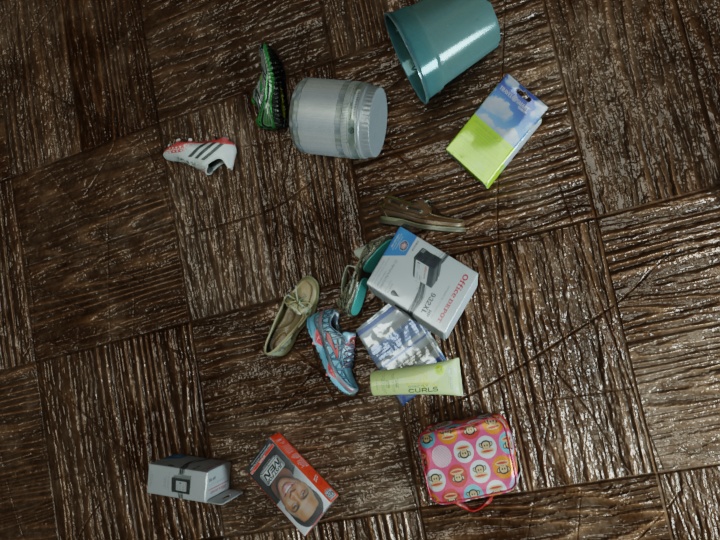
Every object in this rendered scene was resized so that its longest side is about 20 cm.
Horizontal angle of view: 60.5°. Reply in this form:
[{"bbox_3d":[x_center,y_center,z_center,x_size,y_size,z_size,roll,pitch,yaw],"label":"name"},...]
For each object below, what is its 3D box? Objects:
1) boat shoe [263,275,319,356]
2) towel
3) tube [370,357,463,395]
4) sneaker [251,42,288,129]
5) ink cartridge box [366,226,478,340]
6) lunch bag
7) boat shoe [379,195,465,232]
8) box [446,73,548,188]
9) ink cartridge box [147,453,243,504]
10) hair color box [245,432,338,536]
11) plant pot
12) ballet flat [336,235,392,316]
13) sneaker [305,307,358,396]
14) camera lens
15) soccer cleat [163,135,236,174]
[{"bbox_3d":[-0.156,0.107,1.416,0.072,0.063,0.205,27,94,17],"label":"boat shoe"},{"bbox_3d":[0.092,0.171,1.357,0.145,0.024,0.203,-36,78,13],"label":"towel"},{"bbox_3d":[0.118,0.232,1.314,0.193,0.059,0.053,-6,41,13],"label":"tube"},{"bbox_3d":[-0.225,-0.436,1.461,0.082,0.078,0.208,-5,86,17],"label":"sneaker"},{"bbox_3d":[0.132,0.027,1.308,0.197,0.084,0.147,31,82,16],"label":"ink cartridge box"},{"bbox_3d":[0.225,0.400,1.272,0.194,0.082,0.182,-14,83,15],"label":"lunch bag"},{"bbox_3d":[0.134,-0.123,1.336,0.194,0.072,0.070,9,90,17],"label":"boat shoe"},{"bbox_3d":[0.289,-0.294,1.311,0.122,0.048,0.201,42,99,14],"label":"box"},{"bbox_3d":[-0.379,0.482,1.435,0.193,0.116,0.069,2,86,16],"label":"ink cartridge box"},{"bbox_3d":[-0.156,0.479,1.395,0.199,0.061,0.102,41,97,14],"label":"hair color box"},{"bbox_3d":[0.176,-0.491,1.291,0.192,0.200,0.205,-28,79,5],"label":"plant pot"},{"bbox_3d":[0.000,0.000,1.378,0.074,0.067,0.204,32,98,32],"label":"ballet flat"},{"bbox_3d":[-0.046,0.176,1.371,0.094,0.079,0.204,-30,79,11],"label":"sneaker"},{"bbox_3d":[-0.052,-0.334,1.359,0.194,0.160,0.166,9,89,17],"label":"camera lens"},{"bbox_3d":[-0.395,-0.275,1.510,0.193,0.069,0.088,-4,81,12],"label":"soccer cleat"}]
